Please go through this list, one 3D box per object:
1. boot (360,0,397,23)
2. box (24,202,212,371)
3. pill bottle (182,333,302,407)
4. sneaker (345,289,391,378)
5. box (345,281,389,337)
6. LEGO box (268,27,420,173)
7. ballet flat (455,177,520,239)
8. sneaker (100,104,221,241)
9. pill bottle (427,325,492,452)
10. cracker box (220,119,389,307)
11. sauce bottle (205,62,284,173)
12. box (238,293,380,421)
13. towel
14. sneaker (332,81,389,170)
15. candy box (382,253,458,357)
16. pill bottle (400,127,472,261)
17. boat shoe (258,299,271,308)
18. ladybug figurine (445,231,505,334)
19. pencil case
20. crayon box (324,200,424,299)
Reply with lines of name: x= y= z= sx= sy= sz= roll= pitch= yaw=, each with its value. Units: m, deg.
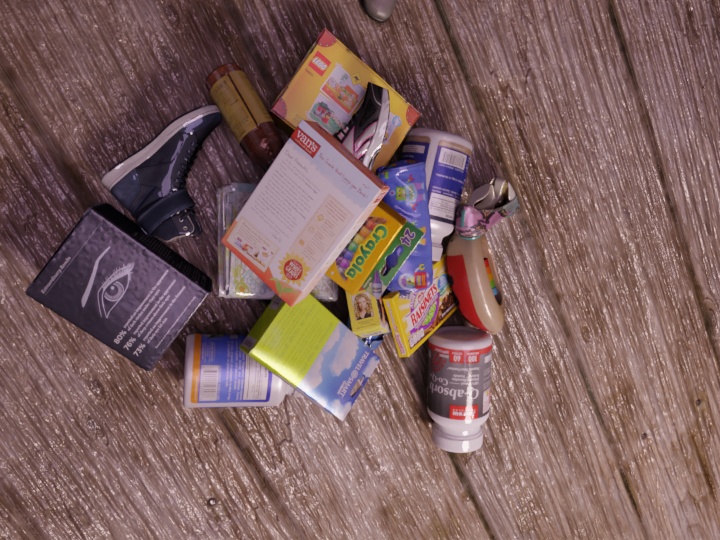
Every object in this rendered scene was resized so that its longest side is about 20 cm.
boot: x=0.062 y=-0.497 z=0.799 sx=0.067 sy=0.130 sz=0.203 roll=17 pitch=93 yaw=-18
box: x=-0.340 y=0.021 z=0.764 sx=0.199 sy=0.104 sz=0.149 roll=40 pitch=89 yaw=-18
pill bottle: x=-0.177 y=0.158 z=0.835 sx=0.196 sy=0.112 sz=0.114 roll=3 pitch=97 yaw=-18
sneaker: x=0.021 y=0.093 z=0.892 sx=0.081 sy=0.074 sz=0.204 roll=13 pitch=97 yaw=15
box: x=0.000 y=0.000 z=0.836 sx=0.049 sy=0.075 sz=0.204 roll=-14 pitch=75 yaw=10
LEGO box: x=-0.028 y=-0.248 z=0.836 sx=0.199 sy=0.077 sz=0.150 roll=36 pitch=87 yaw=-18
ballet flat: x=0.223 y=-0.117 z=0.896 sx=0.199 sy=0.068 sz=0.072 roll=-31 pitch=129 yaw=-44
sneaker: x=-0.256 y=-0.134 z=0.776 sx=0.201 sy=0.077 sz=0.147 roll=-37 pitch=96 yaw=2
pill bottle: x=0.178 y=0.212 z=0.949 sx=0.114 sy=0.116 sz=0.204 roll=-3 pitch=99 yaw=-16
cracker box: x=-0.074 y=-0.073 z=0.690 sx=0.134 sy=0.058 sz=0.201 roll=42 pitch=109 yaw=5
sauce bottle: x=-0.158 y=-0.207 z=0.785 sx=0.065 sy=0.066 sz=0.202 roll=-28 pitch=88 yaw=-11
box: x=-0.070 y=0.124 z=0.794 sx=0.200 sy=0.047 sz=0.123 roll=44 pitch=71 yaw=-30
towel: x=-0.125 y=-0.040 z=0.813 sx=0.197 sy=0.048 sz=0.175 roll=3 pitch=81 yaw=-32
sneaker: x=-0.015 y=-0.182 z=0.771 sx=0.085 sy=0.080 sz=0.204 roll=15 pitch=90 yaw=-8
candy box: x=0.110 y=0.054 z=0.895 sx=0.199 sy=0.026 sz=0.104 roll=-34 pitch=109 yaw=-48
pill bottle: x=0.110 y=-0.124 z=0.878 sx=0.114 sy=0.116 sz=0.204 roll=11 pitch=95 yaw=-18
boat shoe: x=-0.128 y=0.045 z=0.859 sx=0.201 sy=0.060 sz=0.072 roll=44 pitch=84 yaw=-18
ladybug figurine: x=0.202 y=0.018 z=0.930 sx=0.071 sy=0.135 sz=0.204 roll=-15 pitch=91 yaw=25
pencil case: x=0.063 y=-0.063 z=0.795 sx=0.085 sy=0.078 sz=0.204 roll=-7 pitch=98 yaw=-13
crayon box: x=-0.025 y=-0.058 z=0.742 sx=0.199 sy=0.052 sz=0.127 roll=36 pitch=109 yaw=1
